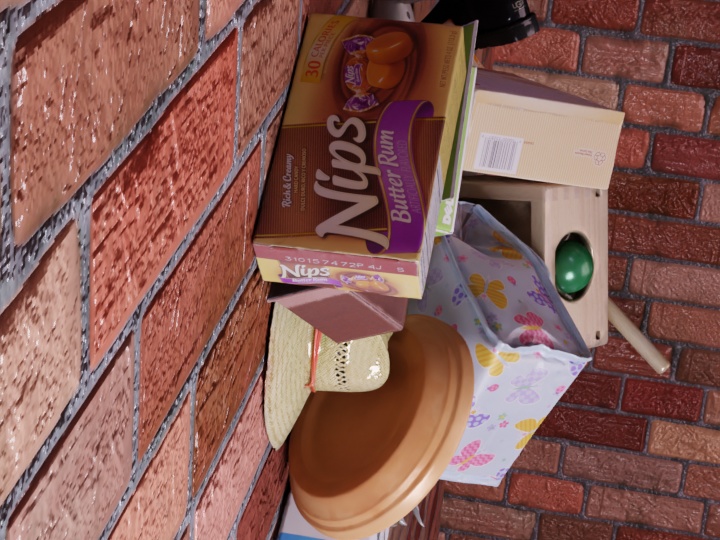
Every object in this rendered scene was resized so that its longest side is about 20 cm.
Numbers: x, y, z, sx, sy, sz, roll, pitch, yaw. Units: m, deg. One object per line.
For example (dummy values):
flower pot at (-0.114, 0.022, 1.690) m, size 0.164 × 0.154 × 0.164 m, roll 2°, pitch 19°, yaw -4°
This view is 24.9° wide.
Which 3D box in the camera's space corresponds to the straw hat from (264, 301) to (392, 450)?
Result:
straw hat at (-0.015, 0.055, 1.293) m, size 0.201 × 0.085 × 0.202 m, roll 9°, pitch 90°, yaw -83°

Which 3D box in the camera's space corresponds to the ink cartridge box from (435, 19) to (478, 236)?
ink cartridge box at (0.056, -0.106, 1.322) m, size 0.200 × 0.076 × 0.148 m, roll -7°, pitch -109°, yaw 59°

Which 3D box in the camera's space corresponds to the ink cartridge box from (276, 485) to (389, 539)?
ink cartridge box at (-0.021, 0.231, 1.453) m, size 0.147 × 0.086 × 0.200 m, roll 90°, pitch 12°, yaw -50°

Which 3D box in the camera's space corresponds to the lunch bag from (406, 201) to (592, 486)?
lunch bag at (0.093, 0.059, 1.429) m, size 0.170 × 0.127 × 0.200 m, roll -59°, pitch -142°, yaw 30°

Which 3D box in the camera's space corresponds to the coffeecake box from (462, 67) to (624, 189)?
coffeecake box at (0.117, -0.138, 1.475) m, size 0.200 × 0.153 × 0.073 m, roll 35°, pitch -64°, yaw 61°

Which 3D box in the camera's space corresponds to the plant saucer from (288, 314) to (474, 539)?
plant saucer at (0.007, 0.121, 1.331) m, size 0.037 × 0.200 × 0.201 m, roll 36°, pitch 51°, yaw -32°

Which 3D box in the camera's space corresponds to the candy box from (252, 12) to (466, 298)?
candy box at (0.002, -0.083, 1.148) m, size 0.057 × 0.116 × 0.200 m, roll 80°, pitch 19°, yaw -59°

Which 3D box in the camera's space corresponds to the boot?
boot at (0.104, -0.326, 1.786) m, size 0.200 × 0.076 × 0.168 m, roll 1°, pitch -65°, yaw 58°

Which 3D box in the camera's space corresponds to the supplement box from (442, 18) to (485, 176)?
supplement box at (0.091, -0.173, 1.690) m, size 0.126 × 0.073 × 0.200 m, roll 53°, pitch 20°, yaw -12°

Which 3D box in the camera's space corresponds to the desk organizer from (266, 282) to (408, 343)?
desk organizer at (0.000, -0.052, 1.222) m, size 0.077 × 0.072 × 0.200 m, roll 37°, pitch 53°, yaw -38°

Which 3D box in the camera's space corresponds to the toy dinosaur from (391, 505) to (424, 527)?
toy dinosaur at (0.030, 0.174, 1.726) m, size 0.077 × 0.102 × 0.200 m, roll -72°, pitch 169°, yaw -56°

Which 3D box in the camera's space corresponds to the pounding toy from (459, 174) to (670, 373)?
pounding toy at (0.171, 0.005, 1.534) m, size 0.142 × 0.200 × 0.185 m, roll -8°, pitch 99°, yaw -46°

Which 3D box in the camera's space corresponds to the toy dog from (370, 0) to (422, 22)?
toy dog at (0.064, -0.300, 1.475) m, size 0.132 × 0.096 × 0.200 m, roll -74°, pitch 169°, yaw -47°
